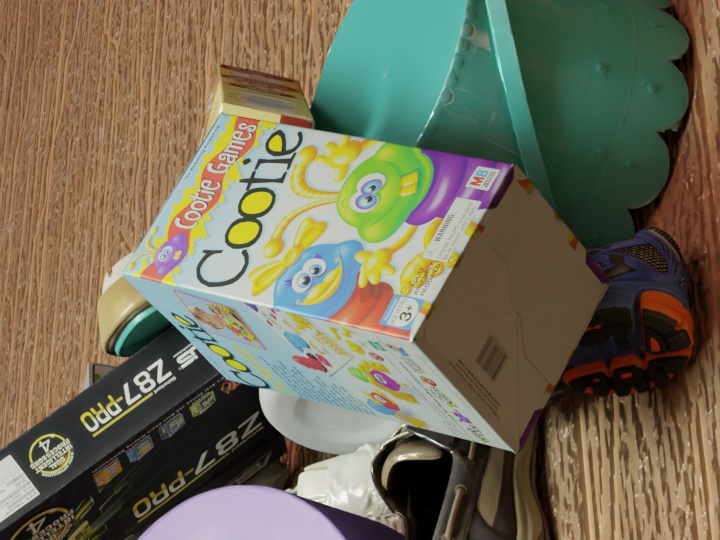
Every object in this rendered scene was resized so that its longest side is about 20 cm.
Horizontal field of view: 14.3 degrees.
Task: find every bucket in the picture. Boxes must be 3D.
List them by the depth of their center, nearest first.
[{"bbox_3d":[0.069,-0.086,1.552,0.207,0.134,0.208,-47,32,42],"label":"bucket"}]

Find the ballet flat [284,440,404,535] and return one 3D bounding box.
[{"bbox_3d":[-0.020,0.141,1.648,0.200,0.072,0.072,-35,40,53],"label":"ballet flat"}]

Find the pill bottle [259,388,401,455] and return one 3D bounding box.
[{"bbox_3d":[0.000,0.000,1.675,0.104,0.104,0.200,-43,33,47],"label":"pill bottle"}]

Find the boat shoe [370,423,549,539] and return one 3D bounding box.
[{"bbox_3d":[0.049,0.101,1.511,0.075,0.073,0.200,-56,25,28],"label":"boat shoe"}]

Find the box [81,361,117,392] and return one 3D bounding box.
[{"bbox_3d":[-0.170,0.172,1.889,0.117,0.060,0.201,-107,30,-74],"label":"box"}]

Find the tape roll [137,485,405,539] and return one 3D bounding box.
[{"bbox_3d":[-0.047,0.218,1.504,0.200,0.085,0.201,-13,68,35],"label":"tape roll"}]

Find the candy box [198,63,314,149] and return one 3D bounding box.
[{"bbox_3d":[-0.066,-0.046,1.603,0.200,0.055,0.116,-107,29,-80],"label":"candy box"}]

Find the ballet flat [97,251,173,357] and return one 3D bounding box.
[{"bbox_3d":[-0.125,0.021,1.700,0.069,0.063,0.200,-33,-13,0],"label":"ballet flat"}]

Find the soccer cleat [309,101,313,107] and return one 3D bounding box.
[{"bbox_3d":[-0.047,-0.054,1.792,0.200,0.068,0.073,-38,-20,-44],"label":"soccer cleat"}]

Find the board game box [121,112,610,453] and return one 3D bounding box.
[{"bbox_3d":[0.001,0.003,1.403,0.200,0.105,0.103,12,64,42],"label":"board game box"}]

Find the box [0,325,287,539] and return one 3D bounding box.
[{"bbox_3d":[-0.142,0.119,1.686,0.200,0.049,0.161,-36,-23,-13],"label":"box"}]

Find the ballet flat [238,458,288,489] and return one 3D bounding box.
[{"bbox_3d":[-0.083,0.120,1.814,0.068,0.068,0.200,-47,30,25],"label":"ballet flat"}]

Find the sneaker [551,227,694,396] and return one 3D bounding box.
[{"bbox_3d":[0.085,0.028,1.459,0.200,0.075,0.079,-10,41,30],"label":"sneaker"}]
